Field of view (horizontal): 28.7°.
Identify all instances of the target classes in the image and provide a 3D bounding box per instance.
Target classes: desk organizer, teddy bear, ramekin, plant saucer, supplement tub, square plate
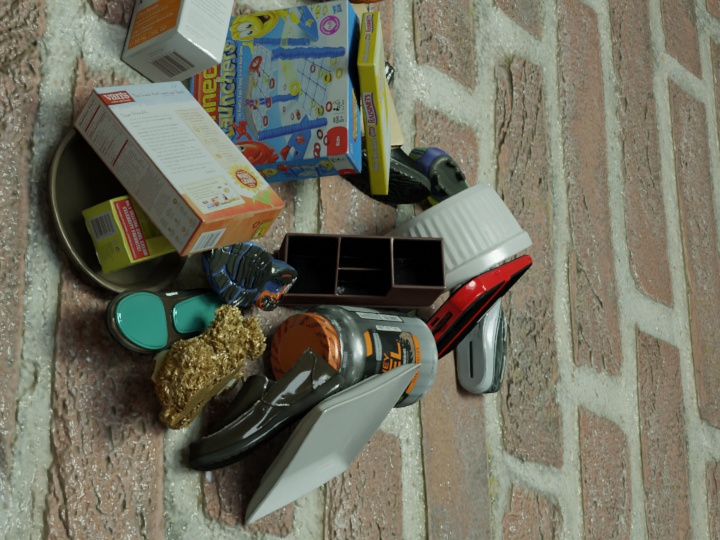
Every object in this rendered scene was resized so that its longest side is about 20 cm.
[{"bbox_3d":[0.000,0.000,1.709,0.199,0.077,0.072,1,72,-11],"label":"desk organizer"},{"bbox_3d":[-0.170,0.102,1.518,0.067,0.145,0.200,40,35,10],"label":"teddy bear"},{"bbox_3d":[0.117,-0.033,1.863,0.200,0.200,0.105,-25,86,-52],"label":"ramekin"},{"bbox_3d":[-0.264,-0.067,1.530,0.200,0.029,0.201,21,62,-45],"label":"plant saucer"},{"bbox_3d":[-0.008,0.106,1.711,0.200,0.122,0.123,7,72,-49],"label":"supplement tub"},{"bbox_3d":[-0.035,0.192,1.618,0.028,0.198,0.200,44,34,18],"label":"square plate"}]

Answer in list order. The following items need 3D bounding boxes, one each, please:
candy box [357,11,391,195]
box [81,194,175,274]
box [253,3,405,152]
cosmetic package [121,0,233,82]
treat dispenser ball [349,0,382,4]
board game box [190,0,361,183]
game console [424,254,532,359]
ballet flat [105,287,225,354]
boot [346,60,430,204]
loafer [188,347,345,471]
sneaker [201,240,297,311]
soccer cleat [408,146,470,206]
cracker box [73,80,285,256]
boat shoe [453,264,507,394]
[{"bbox_3d":[0.018,-0.198,1.684,0.201,0.026,0.103,84,10,-45],"label":"candy box"},{"bbox_3d":[-0.207,-0.056,1.532,0.200,0.050,0.076,-19,91,-52],"label":"box"},{"bbox_3d":[-0.041,-0.244,1.803,0.163,0.021,0.201,-9,76,-25],"label":"box"},{"bbox_3d":[-0.202,-0.323,1.638,0.071,0.101,0.201,34,52,-39],"label":"cosmetic package"},{"bbox_3d":[0.002,-0.454,1.857,0.200,0.200,0.202,21,61,-46],"label":"treat dispenser ball"},{"bbox_3d":[-0.099,-0.204,1.644,0.056,0.195,0.201,49,37,-66],"label":"board game box"},{"bbox_3d":[0.128,0.063,1.847,0.031,0.200,0.177,47,35,10],"label":"game console"},{"bbox_3d":[-0.222,0.056,1.501,0.200,0.068,0.068,0,81,-60],"label":"ballet flat"},{"bbox_3d":[0.024,-0.195,1.892,0.211,0.079,0.159,32,54,-41],"label":"boot"},{"bbox_3d":[-0.114,0.154,1.569,0.200,0.073,0.072,-31,81,-20],"label":"loafer"},{"bbox_3d":[-0.141,-0.002,1.590,0.076,0.078,0.200,-57,162,-3],"label":"sneaker"},{"bbox_3d":[0.128,-0.103,2.002,0.065,0.084,0.200,-44,134,-12],"label":"soccer cleat"},{"bbox_3d":[-0.192,-0.112,1.495,0.200,0.058,0.134,50,34,19],"label":"cracker box"},{"bbox_3d":[0.173,0.079,2.002,0.071,0.072,0.201,22,71,-56],"label":"boat shoe"}]
